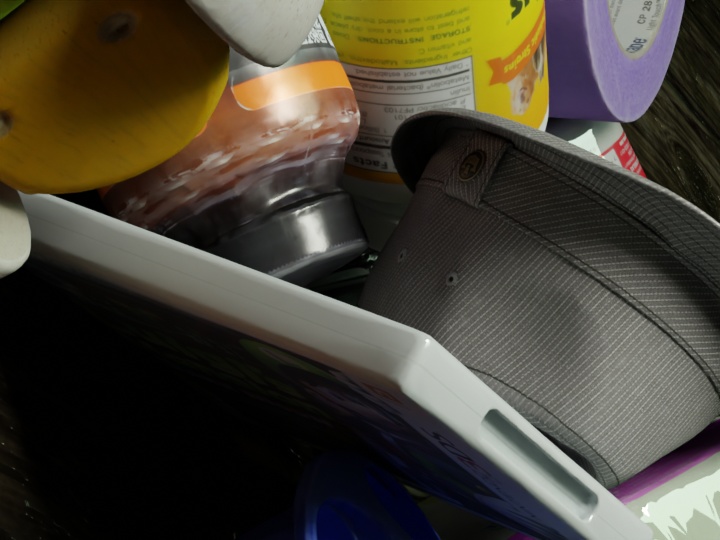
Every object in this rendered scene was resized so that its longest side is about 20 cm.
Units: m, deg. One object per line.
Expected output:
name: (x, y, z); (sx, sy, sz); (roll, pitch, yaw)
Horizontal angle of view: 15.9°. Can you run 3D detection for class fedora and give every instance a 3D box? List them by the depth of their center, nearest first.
fedora: (0.071, 0.024, 0.964); (0.200, 0.090, 0.177); (26, -16, 46)

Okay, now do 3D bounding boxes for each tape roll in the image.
tape roll: (0.101, -0.176, 1.279); (0.200, 0.085, 0.201); (7, 90, -69)

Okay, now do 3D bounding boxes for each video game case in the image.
video game case: (-0.017, 0.037, 0.890); (0.182, 0.199, 0.023); (42, 73, -51)

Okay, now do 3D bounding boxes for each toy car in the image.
toy car: (-0.122, -0.101, 0.759); (0.200, 0.175, 0.150); (30, 28, -59)

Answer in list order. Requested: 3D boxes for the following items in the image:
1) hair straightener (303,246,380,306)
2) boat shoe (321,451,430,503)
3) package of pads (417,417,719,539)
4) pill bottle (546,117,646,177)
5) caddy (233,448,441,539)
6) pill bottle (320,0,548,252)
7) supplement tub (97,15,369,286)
hair straightener: (0.000, 0.000, 1.106); (0.077, 0.041, 0.200); (37, 32, 17)
boat shoe: (0.054, 0.122, 1.129); (0.200, 0.064, 0.071); (56, 21, -27)
package of pads: (0.104, 0.103, 1.036); (0.200, 0.154, 0.068); (-23, 98, -35)
pill bottle: (0.121, 0.016, 1.367); (0.201, 0.112, 0.112); (63, 19, -9)
caddy: (0.011, 0.162, 0.894); (0.201, 0.105, 0.141); (65, 19, -3)
pill bottle: (0.021, -0.105, 1.053); (0.109, 0.109, 0.201); (-91, 176, -49)
supplement tub: (-0.067, -0.086, 0.979); (0.201, 0.107, 0.107); (67, 18, 6)
